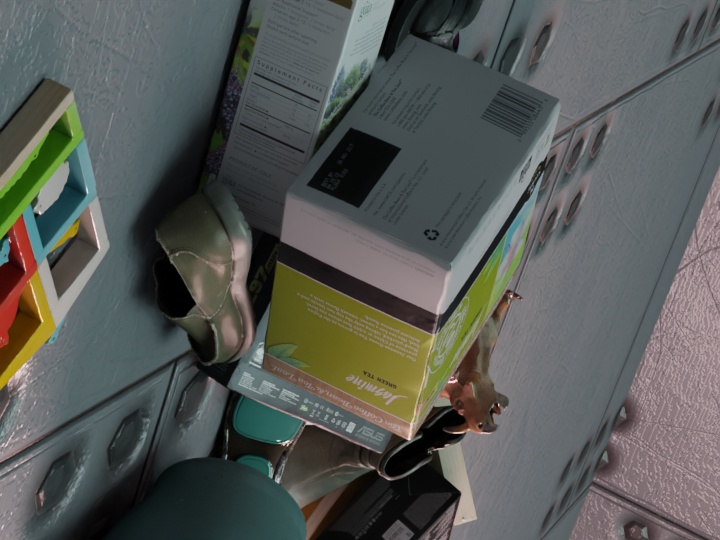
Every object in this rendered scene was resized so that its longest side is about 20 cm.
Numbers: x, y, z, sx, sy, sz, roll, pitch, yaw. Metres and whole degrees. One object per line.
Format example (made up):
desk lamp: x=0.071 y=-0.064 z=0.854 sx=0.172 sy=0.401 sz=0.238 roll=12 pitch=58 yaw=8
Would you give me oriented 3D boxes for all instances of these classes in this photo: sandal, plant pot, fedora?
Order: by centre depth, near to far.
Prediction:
plant pot: x=-0.130 y=0.260 z=1.584 sx=0.188 sy=0.199 sz=0.200 roll=-69 pitch=171 yaw=-46
sandal: x=0.078 y=-0.224 z=1.735 sx=0.200 sy=0.048 sz=0.076 roll=-39 pitch=150 yaw=-56
fedora: x=-0.026 y=0.218 z=1.991 sx=0.201 sy=0.082 sz=0.201 roll=-47 pitch=164 yaw=-17

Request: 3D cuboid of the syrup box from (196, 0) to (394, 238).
syrup box: x=-0.045 y=-0.132 z=1.436 sx=0.079 sy=0.081 sz=0.200 roll=-39 pitch=150 yaw=-60

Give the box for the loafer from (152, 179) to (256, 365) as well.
loafer: x=-0.121 y=0.008 z=1.458 sx=0.070 sy=0.075 sz=0.200 roll=-23 pitch=149 yaw=-16

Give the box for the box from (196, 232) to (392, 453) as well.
box: x=-0.022 y=0.049 z=1.666 sx=0.200 sy=0.051 sz=0.158 roll=26 pitch=91 yaw=-44

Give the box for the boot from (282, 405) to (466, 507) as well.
boot: x=-0.007 y=0.171 z=1.840 sx=0.200 sy=0.131 sz=0.068 roll=-33 pitch=109 yaw=-23

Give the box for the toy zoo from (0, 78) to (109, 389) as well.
toy zoo: x=-0.207 y=-0.009 z=1.230 sx=0.131 sy=0.020 sz=0.200 roll=-55 pitch=161 yaw=-28

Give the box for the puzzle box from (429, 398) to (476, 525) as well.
puzzle box: x=0.068 y=0.140 z=1.991 sx=0.133 sy=0.025 sz=0.201 roll=-136 pitch=-148 yaw=-73

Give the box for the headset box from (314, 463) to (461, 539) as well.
headset box: x=0.017 y=0.277 z=1.941 sx=0.149 sy=0.075 sz=0.200 roll=-44 pitch=163 yaw=-20

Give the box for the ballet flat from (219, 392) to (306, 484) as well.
ballet flat: x=-0.090 y=0.144 z=1.756 sx=0.072 sy=0.072 sz=0.201 roll=-28 pitch=140 yaw=-63

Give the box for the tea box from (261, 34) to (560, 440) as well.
tea box: x=0.036 y=-0.025 z=1.473 sx=0.200 sy=0.133 sz=0.197 roll=-54 pitch=164 yaw=-39

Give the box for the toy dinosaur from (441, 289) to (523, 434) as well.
toy dinosaur: x=0.073 y=0.059 z=1.801 sx=0.136 sy=0.086 sz=0.200 roll=-59 pitch=-156 yaw=2
